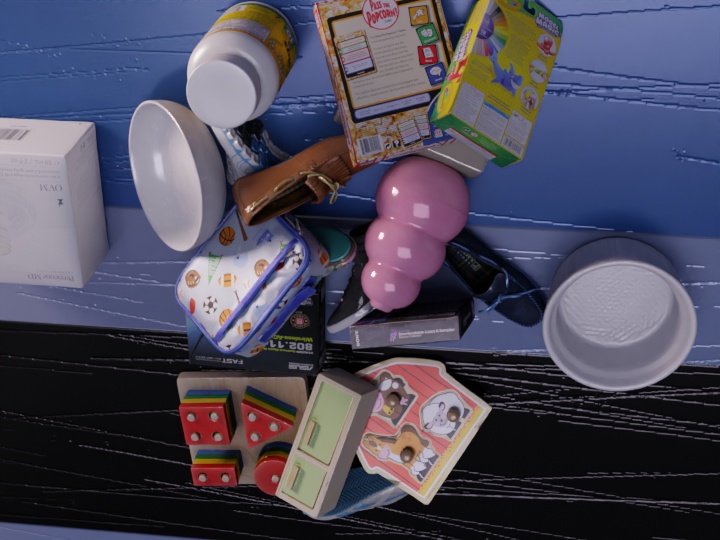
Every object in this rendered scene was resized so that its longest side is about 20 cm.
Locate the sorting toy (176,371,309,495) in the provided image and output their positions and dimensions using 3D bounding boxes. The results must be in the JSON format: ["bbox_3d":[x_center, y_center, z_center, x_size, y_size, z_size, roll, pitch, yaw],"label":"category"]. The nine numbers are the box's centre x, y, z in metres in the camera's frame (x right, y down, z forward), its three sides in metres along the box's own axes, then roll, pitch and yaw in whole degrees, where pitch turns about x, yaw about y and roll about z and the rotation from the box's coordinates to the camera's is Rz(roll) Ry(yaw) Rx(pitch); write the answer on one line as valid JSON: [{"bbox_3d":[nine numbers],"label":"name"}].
[{"bbox_3d":[-0.174,0.256,1.743,0.198,0.070,0.201,-1,118,9],"label":"sorting toy"}]

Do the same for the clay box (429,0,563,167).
[{"bbox_3d":[0.168,-0.239,1.377,0.115,0.200,0.048,29,157,-22],"label":"clay box"}]

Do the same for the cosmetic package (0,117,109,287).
[{"bbox_3d":[-0.466,-0.093,1.569,0.199,0.123,0.201,3,120,7],"label":"cosmetic package"}]

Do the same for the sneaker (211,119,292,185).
[{"bbox_3d":[-0.153,-0.145,1.503,0.086,0.075,0.200,-14,137,29],"label":"sneaker"}]

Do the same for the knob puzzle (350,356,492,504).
[{"bbox_3d":[0.062,0.215,1.668,0.219,0.030,0.220,0,93,11],"label":"knob puzzle"}]

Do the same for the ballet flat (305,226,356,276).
[{"bbox_3d":[-0.080,-0.024,1.563,0.200,0.069,0.071,8,145,32],"label":"ballet flat"}]

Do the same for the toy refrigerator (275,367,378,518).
[{"bbox_3d":[-0.050,0.250,1.664,0.076,0.070,0.201,26,105,22],"label":"toy refrigerator"}]

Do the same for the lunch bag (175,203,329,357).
[{"bbox_3d":[-0.140,0.007,1.502,0.200,0.076,0.160,-51,60,12],"label":"lunch bag"}]

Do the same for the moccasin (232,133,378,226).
[{"bbox_3d":[-0.061,-0.113,1.446,0.201,0.078,0.074,-21,150,-9],"label":"moccasin"}]

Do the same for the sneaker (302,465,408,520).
[{"bbox_3d":[0.005,0.336,1.745,0.199,0.077,0.081,-21,146,11],"label":"sneaker"}]

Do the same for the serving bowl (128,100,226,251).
[{"bbox_3d":[-0.231,-0.129,1.506,0.066,0.200,0.201,-17,125,-32],"label":"serving bowl"}]

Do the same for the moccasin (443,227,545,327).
[{"bbox_3d":[0.169,0.018,1.566,0.200,0.068,0.080,36,117,-11],"label":"moccasin"}]

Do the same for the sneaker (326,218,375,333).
[{"bbox_3d":[0.000,0.000,1.587,0.099,0.071,0.200,45,118,-4],"label":"sneaker"}]

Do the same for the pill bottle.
[{"bbox_3d":[-0.146,-0.248,1.393,0.112,0.200,0.113,3,118,6],"label":"pill bottle"}]

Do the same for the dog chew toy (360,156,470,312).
[{"bbox_3d":[0.062,-0.043,1.473,0.124,0.125,0.200,23,87,-4],"label":"dog chew toy"}]

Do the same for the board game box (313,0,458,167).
[{"bbox_3d":[0.040,-0.241,1.389,0.151,0.046,0.201,-14,90,-5],"label":"board game box"}]

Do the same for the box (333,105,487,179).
[{"bbox_3d":[0.069,-0.187,1.454,0.200,0.082,0.069,22,87,-6],"label":"box"}]

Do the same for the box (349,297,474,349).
[{"bbox_3d":[0.074,0.070,1.536,0.143,0.200,0.036,-6,93,12],"label":"box"}]

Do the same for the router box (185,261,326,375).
[{"bbox_3d":[-0.150,0.068,1.634,0.199,0.062,0.150,5,126,6],"label":"router box"}]

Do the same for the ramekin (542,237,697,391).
[{"bbox_3d":[0.346,0.054,1.544,0.200,0.098,0.201,4,119,7],"label":"ramekin"}]
